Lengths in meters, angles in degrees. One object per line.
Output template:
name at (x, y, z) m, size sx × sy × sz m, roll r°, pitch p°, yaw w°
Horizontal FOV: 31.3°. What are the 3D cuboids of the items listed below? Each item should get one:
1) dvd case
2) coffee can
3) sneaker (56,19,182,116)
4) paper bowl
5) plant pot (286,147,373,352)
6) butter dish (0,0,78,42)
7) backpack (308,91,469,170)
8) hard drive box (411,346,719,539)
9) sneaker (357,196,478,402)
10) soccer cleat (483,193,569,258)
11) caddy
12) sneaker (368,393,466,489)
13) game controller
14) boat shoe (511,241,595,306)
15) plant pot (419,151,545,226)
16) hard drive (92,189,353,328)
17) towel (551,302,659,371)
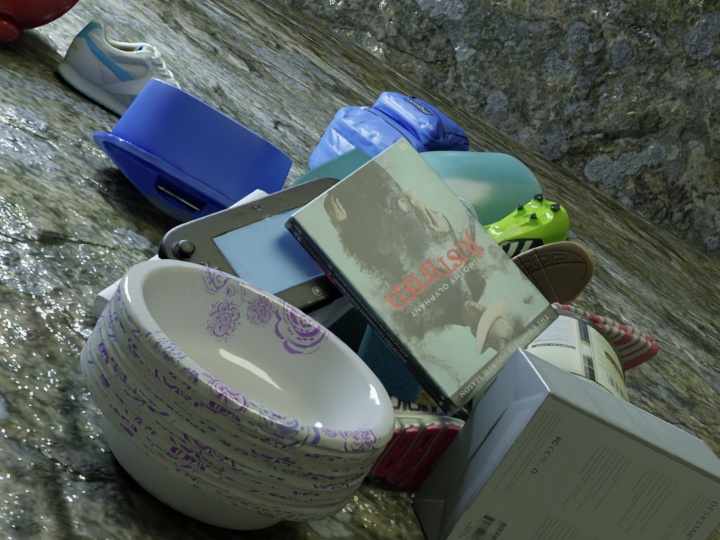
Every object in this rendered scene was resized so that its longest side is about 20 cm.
dvd case at (0.053, 0.001, 1.038) m, size 0.146 × 0.022 × 0.200 m, roll -37°, pitch 85°, yaw -36°
coffee can at (0.170, 0.130, 1.157) m, size 0.146 × 0.146 × 0.200 m, roll 33°, pitch 16°, yaw -1°
sneaker at (-0.243, -0.211, 1.482) m, size 0.200 × 0.081 × 0.077 m, roll 29°, pitch 14°, yaw -21°
paper bowl at (-0.086, 0.088, 0.837) m, size 0.200 × 0.104 × 0.201 m, roll 28°, pitch 18°, yaw -10°
plant pot at (-0.028, -0.007, 1.207) m, size 0.141 × 0.141 × 0.200 m, roll 37°, pitch 26°, yaw 14°
butter dish at (-0.394, -0.327, 1.435) m, size 0.200 × 0.148 × 0.199 m, roll 17°, pitch -18°, yaw -41°
backpack at (0.035, -0.149, 1.708) m, size 0.162 × 0.168 × 0.200 m, roll 35°, pitch 18°, yaw 30°
hard drive box at (0.168, 0.175, 1.000) m, size 0.200 × 0.156 × 0.077 m, roll 28°, pitch 15°, yaw -23°
sneaker at (0.049, 0.029, 1.150) m, size 0.079 × 0.200 × 0.131 m, roll 24°, pitch 2°, yaw 5°
soccer cleat at (0.130, -0.013, 1.334) m, size 0.200 × 0.081 × 0.068 m, roll -19°, pitch 35°, yaw -17°
caddy at (-0.165, -0.100, 1.268) m, size 0.200 × 0.105 × 0.141 m, roll 30°, pitch -7°, yaw -11°
sneaker at (0.009, 0.115, 1.010) m, size 0.200 × 0.074 × 0.087 m, roll 12°, pitch 32°, yaw -43°
game controller at (-0.061, -0.012, 1.016) m, size 0.200 × 0.042 × 0.104 m, roll -23°, pitch 60°, yaw -39°
boat shoe at (0.158, 0.039, 1.322) m, size 0.072 × 0.200 × 0.065 m, roll 58°, pitch 20°, yaw 18°
plant pot at (0.084, -0.043, 1.442) m, size 0.161 × 0.201 × 0.201 m, roll 6°, pitch 29°, yaw -38°
hard drive at (-0.095, 0.019, 1.020) m, size 0.132 × 0.027 × 0.200 m, roll 37°, pitch 43°, yaw 14°
towel at (0.206, 0.100, 1.334) m, size 0.200 × 0.146 × 0.030 m, roll 18°, pitch 39°, yaw -45°
